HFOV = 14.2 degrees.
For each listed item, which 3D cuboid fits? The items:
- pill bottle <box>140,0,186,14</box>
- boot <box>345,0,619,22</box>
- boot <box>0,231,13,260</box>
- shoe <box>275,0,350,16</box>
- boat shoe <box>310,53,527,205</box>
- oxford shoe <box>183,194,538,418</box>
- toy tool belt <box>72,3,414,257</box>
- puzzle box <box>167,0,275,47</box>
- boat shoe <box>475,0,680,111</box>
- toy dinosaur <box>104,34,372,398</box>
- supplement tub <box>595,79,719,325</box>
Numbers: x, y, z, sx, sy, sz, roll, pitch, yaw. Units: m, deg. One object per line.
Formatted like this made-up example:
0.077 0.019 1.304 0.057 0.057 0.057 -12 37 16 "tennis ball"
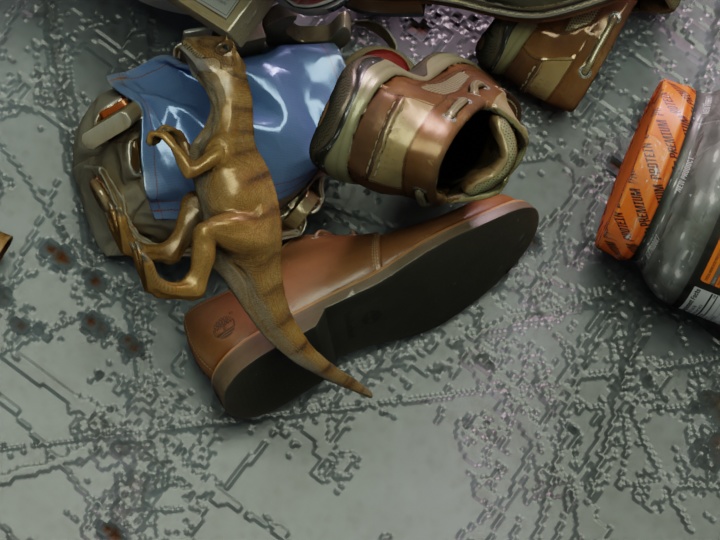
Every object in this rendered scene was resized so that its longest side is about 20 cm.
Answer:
-0.079 -0.245 1.542 0.115 0.116 0.201 5 72 -6 "pill bottle"
0.070 -0.181 1.489 0.199 0.097 0.075 -6 63 11 "boot"
-0.271 -0.055 1.477 0.200 0.068 0.189 25 70 0 "boot"
-0.085 -0.200 1.391 0.200 0.091 0.072 36 86 19 "shoe"
0.043 -0.062 1.453 0.074 0.200 0.076 25 104 18 "boat shoe"
0.000 0.000 1.498 0.200 0.071 0.071 -24 54 -19 "oxford shoe"
-0.052 -0.081 1.486 0.200 0.123 0.125 -21 76 -14 "toy tool belt"
-0.100 -0.218 1.462 0.200 0.025 0.133 33 85 20 "puzzle box"
0.146 -0.169 1.574 0.074 0.076 0.200 39 79 1 "boat shoe"
-0.060 -0.014 1.401 0.106 0.060 0.201 -18 99 -16 "toy dinosaur"
0.231 -0.019 1.504 0.200 0.123 0.123 23 70 0 "supplement tub"
